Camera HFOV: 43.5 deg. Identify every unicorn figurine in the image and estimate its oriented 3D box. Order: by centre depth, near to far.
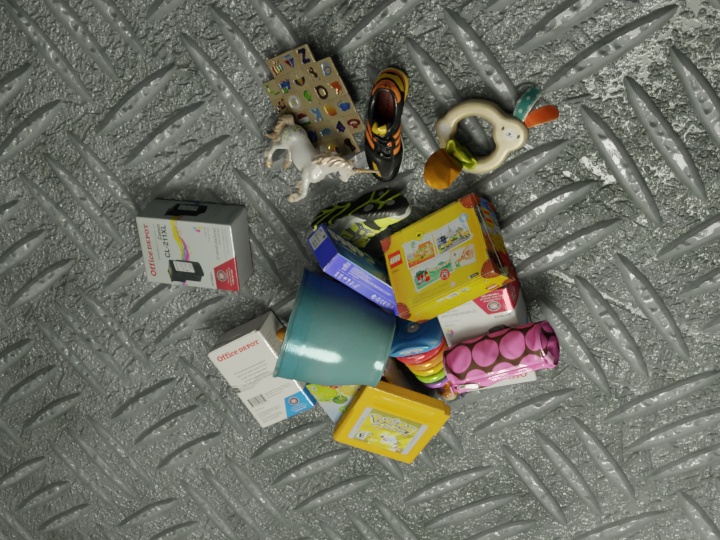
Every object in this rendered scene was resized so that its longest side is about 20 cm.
[{"bbox_3d":[-0.089,-0.186,1.559,0.200,0.074,0.137,46,130,3],"label":"unicorn figurine"}]

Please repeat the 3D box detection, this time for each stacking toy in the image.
[{"bbox_3d":[0.136,0.179,1.716,0.115,0.110,0.201,-12,126,24],"label":"stacking toy"}]

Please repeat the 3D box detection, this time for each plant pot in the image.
[{"bbox_3d":[-0.041,0.119,1.617,0.186,0.201,0.202,17,123,-4],"label":"plant pot"}]

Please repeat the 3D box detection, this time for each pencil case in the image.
[{"bbox_3d":[0.243,0.154,1.559,0.198,0.094,0.091,-22,111,24],"label":"pencil case"}]

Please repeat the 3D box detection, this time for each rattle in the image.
[{"bbox_3d":[0.206,-0.213,1.439,0.198,0.143,0.132,-8,98,29],"label":"rattle"}]

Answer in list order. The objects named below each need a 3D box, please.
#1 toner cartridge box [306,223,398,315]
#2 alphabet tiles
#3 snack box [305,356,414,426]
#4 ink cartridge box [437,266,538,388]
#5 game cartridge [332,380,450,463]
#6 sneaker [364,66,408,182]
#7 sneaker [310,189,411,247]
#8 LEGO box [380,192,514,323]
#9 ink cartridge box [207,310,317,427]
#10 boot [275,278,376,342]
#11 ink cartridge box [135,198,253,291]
[{"bbox_3d":[0.000,0.000,1.595,0.043,0.095,0.199,-45,131,15],"label":"toner cartridge box"},{"bbox_3d":[-0.080,-0.281,1.540,0.165,0.006,0.201,-10,116,41],"label":"alphabet tiles"},{"bbox_3d":[0.013,0.250,1.778,0.167,0.068,0.201,-14,130,25],"label":"snack box"},{"bbox_3d":[0.232,0.107,1.641,0.146,0.086,0.202,-12,113,23],"label":"ink cartridge box"},{"bbox_3d":[0.059,0.292,1.738,0.174,0.033,0.201,19,138,-10],"label":"game cartridge"},{"bbox_3d":[0.035,-0.232,1.507,0.069,0.090,0.202,12,121,11],"label":"sneaker"},{"bbox_3d":[0.009,-0.087,1.618,0.198,0.076,0.077,-11,124,34],"label":"sneaker"},{"bbox_3d":[0.146,-0.018,1.556,0.199,0.077,0.151,-27,64,29],"label":"LEGO box"},{"bbox_3d":[-0.190,0.201,1.832,0.145,0.084,0.201,-25,108,29],"label":"ink cartridge box"},{"bbox_3d":[-0.065,0.081,1.740,0.199,0.071,0.146,7,116,8],"label":"boot"},{"bbox_3d":[-0.317,-0.049,1.732,0.198,0.083,0.147,5,121,15],"label":"ink cartridge box"}]
